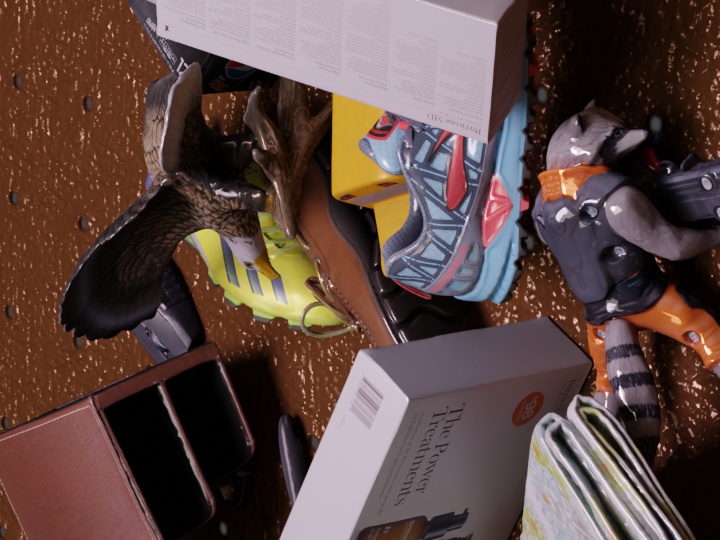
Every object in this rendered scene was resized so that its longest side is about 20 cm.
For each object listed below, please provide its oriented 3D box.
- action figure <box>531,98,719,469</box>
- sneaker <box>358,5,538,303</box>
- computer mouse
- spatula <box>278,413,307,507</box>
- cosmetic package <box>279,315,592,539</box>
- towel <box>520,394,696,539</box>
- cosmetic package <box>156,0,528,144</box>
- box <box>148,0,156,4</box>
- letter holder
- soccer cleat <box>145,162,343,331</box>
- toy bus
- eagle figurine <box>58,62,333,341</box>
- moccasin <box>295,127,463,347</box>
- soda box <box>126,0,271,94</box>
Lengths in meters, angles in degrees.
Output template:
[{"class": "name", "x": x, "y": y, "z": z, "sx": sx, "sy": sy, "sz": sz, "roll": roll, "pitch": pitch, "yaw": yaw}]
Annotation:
[{"class": "action figure", "x": 0.160, "y": -0.002, "z": 1.344, "sx": 0.200, "sy": 0.104, "sz": 0.194, "roll": -24, "pitch": 89, "yaw": 51}, {"class": "sneaker", "x": 0.047, "y": -0.080, "z": 1.380, "sx": 0.079, "sy": 0.095, "sz": 0.201, "roll": -120, "pitch": 32, "yaw": -80}, {"class": "computer mouse", "x": -0.125, "y": 0.073, "z": 1.724, "sx": 0.059, "sy": 0.034, "sz": 0.201, "roll": -42, "pitch": 67, "yaw": 43}, {"class": "spatula", "x": -0.039, "y": 0.194, "z": 1.648, "sx": 0.020, "sy": 0.056, "sz": 0.201, "roll": -5, "pitch": 85, "yaw": 21}, {"class": "cosmetic package", "x": 0.035, "y": 0.127, "z": 1.467, "sx": 0.052, "sy": 0.150, "sz": 0.201, "roll": 44, "pitch": 127, "yaw": 32}, {"class": "towel", "x": 0.148, "y": 0.175, "z": 1.367, "sx": 0.172, "sy": 0.048, "sz": 0.200, "roll": 60, "pitch": 167, "yaw": 24}, {"class": "cosmetic package", "x": -0.011, "y": -0.140, "z": 1.325, "sx": 0.199, "sy": 0.051, "sz": 0.083, "roll": 20, "pitch": 135, "yaw": 16}, {"class": "box", "x": -0.043, "y": -0.264, "z": 1.444, "sx": 0.199, "sy": 0.130, "sz": 0.200, "roll": -18, "pitch": 60, "yaw": 43}, {"class": "letter holder", "x": -0.152, "y": 0.147, "z": 1.696, "sx": 0.200, "sy": 0.100, "sz": 0.143, "roll": -23, "pitch": 90, "yaw": 59}, {"class": "soccer cleat", "x": -0.072, "y": -0.031, "z": 1.624, "sx": 0.200, "sy": 0.064, "sz": 0.084, "roll": 38, "pitch": 121, "yaw": 38}, {"class": "toy bus", "x": 0.028, "y": -0.099, "z": 1.473, "sx": 0.065, "sy": 0.078, "sz": 0.201, "roll": -14, "pitch": 70, "yaw": 48}, {"class": "eagle figurine", "x": -0.106, "y": -0.045, "z": 1.527, "sx": 0.199, "sy": 0.151, "sz": 0.152, "roll": -11, "pitch": 94, "yaw": 41}, {"class": "moccasin", "x": -0.001, "y": 0.000, "z": 1.541, "sx": 0.202, "sy": 0.073, "sz": 0.078, "roll": 55, "pitch": 132, "yaw": 28}, {"class": "soda box", "x": -0.121, "y": -0.209, "z": 1.641, "sx": 0.200, "sy": 0.071, "sz": 0.063, "roll": 58, "pitch": 135, "yaw": 24}]
